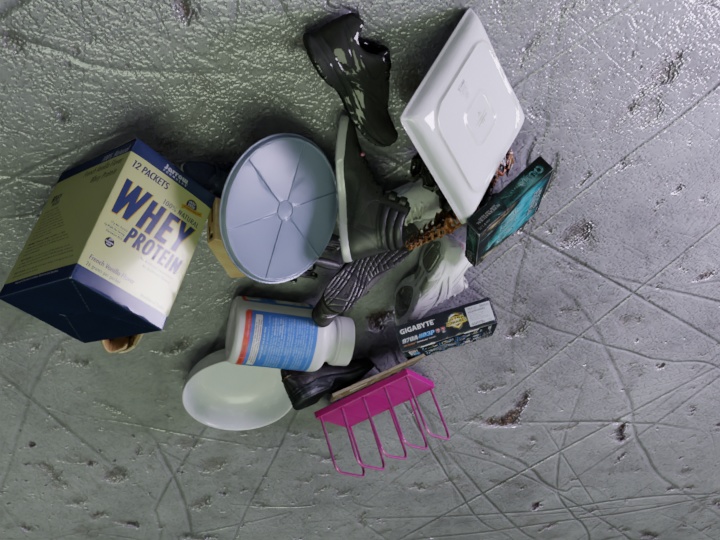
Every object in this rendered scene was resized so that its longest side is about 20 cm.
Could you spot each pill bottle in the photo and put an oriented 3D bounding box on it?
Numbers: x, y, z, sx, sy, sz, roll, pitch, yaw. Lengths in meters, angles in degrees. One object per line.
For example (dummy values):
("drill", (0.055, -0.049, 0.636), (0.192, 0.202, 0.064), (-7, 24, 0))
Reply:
("pill bottle", (-0.115, 0.108, 1.279), (0.199, 0.112, 0.112), (9, 131, -16))

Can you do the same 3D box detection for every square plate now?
("square plate", (0.144, -0.195, 1.002), (0.028, 0.200, 0.198), (10, 150, 40))

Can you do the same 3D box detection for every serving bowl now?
("serving bowl", (-0.214, 0.200, 1.381), (0.199, 0.066, 0.201), (-5, 133, -6))

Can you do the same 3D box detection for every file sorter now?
("file sorter", (0.046, 0.291, 1.448), (0.200, 0.126, 0.139), (-28, 153, 16))

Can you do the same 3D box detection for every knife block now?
("knife block", (-0.112, -0.041, 1.106), (0.175, 0.064, 0.200), (-6, 159, 3))

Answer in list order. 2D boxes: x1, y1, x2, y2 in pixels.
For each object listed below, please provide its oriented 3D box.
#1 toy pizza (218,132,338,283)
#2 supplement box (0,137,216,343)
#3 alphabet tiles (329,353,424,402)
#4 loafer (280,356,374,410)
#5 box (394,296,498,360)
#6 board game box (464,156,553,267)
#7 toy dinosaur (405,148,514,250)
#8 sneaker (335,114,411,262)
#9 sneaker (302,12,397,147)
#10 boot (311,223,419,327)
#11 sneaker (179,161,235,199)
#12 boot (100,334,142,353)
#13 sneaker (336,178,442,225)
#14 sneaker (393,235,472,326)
("toy pizza", (-0.109, -0.082, 1.035), (0.200, 0.032, 0.201), (-16, 113, -42))
("supplement box", (-0.324, -0.032, 1.004), (0.200, 0.200, 0.134), (-11, 143, 42))
("alphabet tiles", (0.024, 0.192, 1.367), (0.167, 0.008, 0.200), (-23, 170, -8))
("loafer", (-0.054, 0.177, 1.360), (0.200, 0.072, 0.073), (-12, 152, -51))
("box", (0.144, 0.102, 1.294), (0.158, 0.046, 0.200), (-18, 168, 4))
("board game box", (0.208, -0.078, 1.118), (0.135, 0.028, 0.200), (-42, 166, -3))
("toy dinosaur", (0.139, -0.111, 1.103), (0.102, 0.200, 0.136), (3, 146, 45))
("sneaker", (0.017, -0.115, 1.065), (0.099, 0.071, 0.201), (-4, 92, 4))
("sneaker", (0.009, -0.241, 1.003), (0.091, 0.076, 0.200), (-32, 135, 7))
("boot", (0.000, 0.000, 1.224), (0.200, 0.070, 0.132), (-41, 178, -18))
("sneaker", (-0.146, -0.134, 1.075), (0.199, 0.075, 0.085), (8, 134, -31))
("boot", (-0.376, 0.067, 1.162), (0.200, 0.156, 0.073), (-38, 128, 24))
("sneaker", (0.054, -0.087, 1.149), (0.199, 0.080, 0.071), (-4, 132, -9))
("sneaker", (0.126, 0.031, 1.279), (0.099, 0.078, 0.200), (11, 132, -26))
